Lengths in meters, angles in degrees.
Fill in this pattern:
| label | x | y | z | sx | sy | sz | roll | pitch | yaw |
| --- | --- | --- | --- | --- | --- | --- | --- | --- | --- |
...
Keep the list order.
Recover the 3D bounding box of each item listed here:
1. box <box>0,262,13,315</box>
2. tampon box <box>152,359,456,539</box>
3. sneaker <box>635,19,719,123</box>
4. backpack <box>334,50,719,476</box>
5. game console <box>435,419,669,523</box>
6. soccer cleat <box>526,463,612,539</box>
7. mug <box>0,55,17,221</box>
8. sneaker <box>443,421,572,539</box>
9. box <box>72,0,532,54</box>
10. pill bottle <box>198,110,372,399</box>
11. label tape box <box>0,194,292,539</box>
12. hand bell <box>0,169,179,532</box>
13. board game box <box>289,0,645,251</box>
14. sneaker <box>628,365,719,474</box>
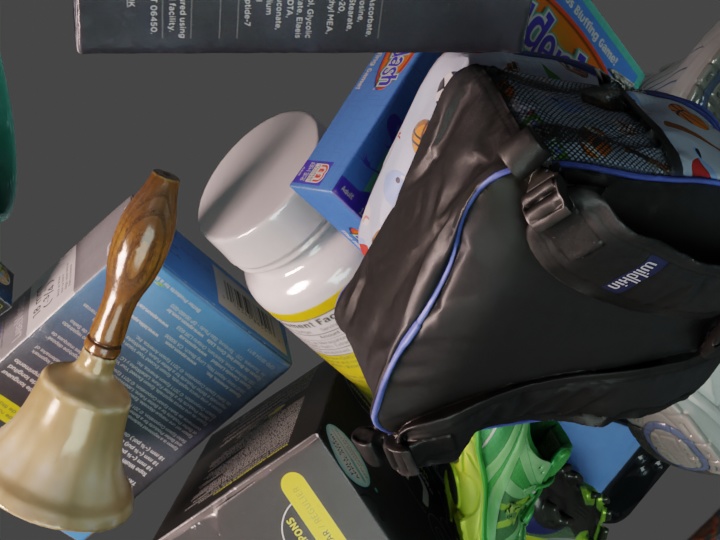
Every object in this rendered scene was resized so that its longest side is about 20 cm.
| label | x | y | z | sx | sy | sz | roll | pitch | yaw |
| --- | --- | --- | --- | --- | --- | --- | --- | --- | --- |
| box | -0.332 | 0.025 | 0.714 | 0.199 | 0.038 | 0.137 | -34 | 126 | 10 |
| tampon box | -0.024 | 0.164 | 0.766 | 0.126 | 0.200 | 0.150 | -34 | 97 | 10 |
| sneaker | 0.182 | -0.095 | 0.744 | 0.200 | 0.087 | 0.075 | -47 | 133 | -4 |
| backpack | 0.097 | -0.008 | 0.565 | 0.189 | 0.155 | 0.201 | 8 | 135 | -22 |
| game console | 0.185 | 0.144 | 0.887 | 0.199 | 0.117 | 0.177 | 20 | 117 | -26 |
| soccer cleat | 0.135 | 0.180 | 0.888 | 0.083 | 0.065 | 0.200 | 7 | 155 | 28 |
| mug | -0.243 | -0.078 | 0.573 | 0.113 | 0.186 | 0.153 | -10 | 138 | -4 |
| sneaker | 0.094 | 0.132 | 0.742 | 0.083 | 0.074 | 0.201 | -13 | 129 | -5 |
| box | -0.036 | -0.195 | 0.536 | 0.194 | 0.201 | 0.125 | -3 | 127 | -12 |
| pill bottle | 0.000 | 0.000 | 0.737 | 0.114 | 0.115 | 0.200 | -38 | 125 | 13 |
| label tape box | -0.166 | 0.068 | 0.771 | 0.200 | 0.063 | 0.144 | -40 | 123 | 13 |
| hand bell | -0.147 | 0.036 | 0.680 | 0.103 | 0.104 | 0.202 | 17 | 104 | -25 |
| board game box | 0.069 | -0.083 | 0.678 | 0.152 | 0.045 | 0.201 | 41 | 72 | -34 |
| sneaker | 0.183 | 0.041 | 0.728 | 0.200 | 0.074 | 0.087 | 51 | 61 | -36 |
